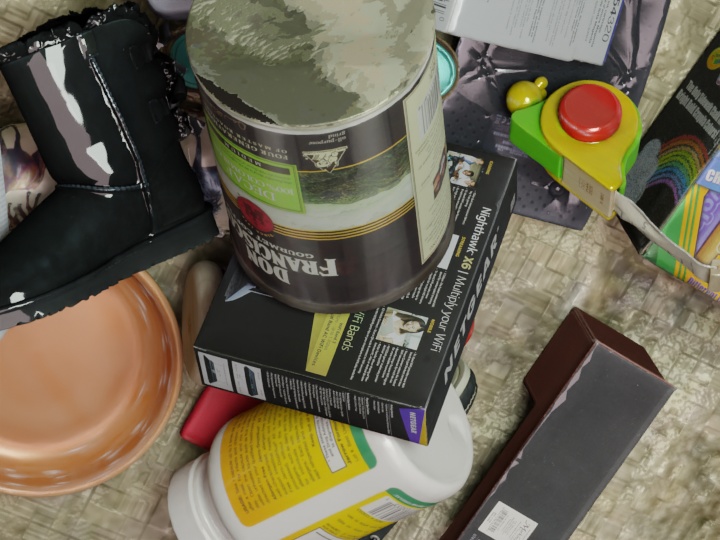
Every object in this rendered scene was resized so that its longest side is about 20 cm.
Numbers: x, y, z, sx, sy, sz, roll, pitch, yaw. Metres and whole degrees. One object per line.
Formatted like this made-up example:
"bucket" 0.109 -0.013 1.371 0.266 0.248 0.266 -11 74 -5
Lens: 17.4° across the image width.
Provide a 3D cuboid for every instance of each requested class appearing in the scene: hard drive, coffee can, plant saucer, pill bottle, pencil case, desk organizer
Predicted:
"hard drive" 0.125 -0.137 1.600 0.135 0.042 0.200 14 109 -13
"coffee can" -0.020 -0.088 1.427 0.146 0.147 0.200 -14 147 -3
"plant saucer" -0.223 0.060 1.627 0.200 0.037 0.201 -3 112 -8
"pill bottle" -0.032 0.135 1.601 0.200 0.113 0.113 -29 115 31
"pencil case" -0.169 -0.059 1.557 0.199 0.090 0.078 -4 153 -11
"desk organizer" 0.133 0.133 1.685 0.072 0.077 0.200 30 104 -18

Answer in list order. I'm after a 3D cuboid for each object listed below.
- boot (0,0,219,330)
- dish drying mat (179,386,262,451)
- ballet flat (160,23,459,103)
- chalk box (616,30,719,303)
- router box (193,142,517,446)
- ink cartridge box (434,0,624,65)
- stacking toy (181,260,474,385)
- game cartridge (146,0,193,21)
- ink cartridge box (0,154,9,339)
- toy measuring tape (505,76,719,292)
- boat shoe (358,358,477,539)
"boot" -0.185 -0.067 1.457 0.198 0.073 0.163 -27 107 -29
"dish drying mat" -0.046 0.050 1.660 0.077 0.018 0.200 29 103 -17
"ballet flat" -0.036 -0.139 1.565 0.199 0.065 0.071 4 91 -10
"chalk box" 0.280 -0.081 1.601 0.124 0.125 0.200 31 105 -18
"router box" 0.000 0.000 1.532 0.157 0.200 0.052 15 150 13
"ink cartridge box" 0.120 -0.235 1.482 0.043 0.200 0.197 21 99 31
"stacking toy" -0.018 0.037 1.610 0.199 0.085 0.086 1 111 -13
"game cartridge" -0.038 -0.184 1.506 0.199 0.133 0.041 -5 91 -4
"ink cartridge box" -0.314 -0.019 1.526 0.199 0.041 0.201 11 113 27
"toy measuring tape" 0.178 -0.068 1.539 0.200 0.074 0.074 39 104 22
"boat shoe" 0.027 0.148 1.678 0.066 0.075 0.199 35 103 -21
